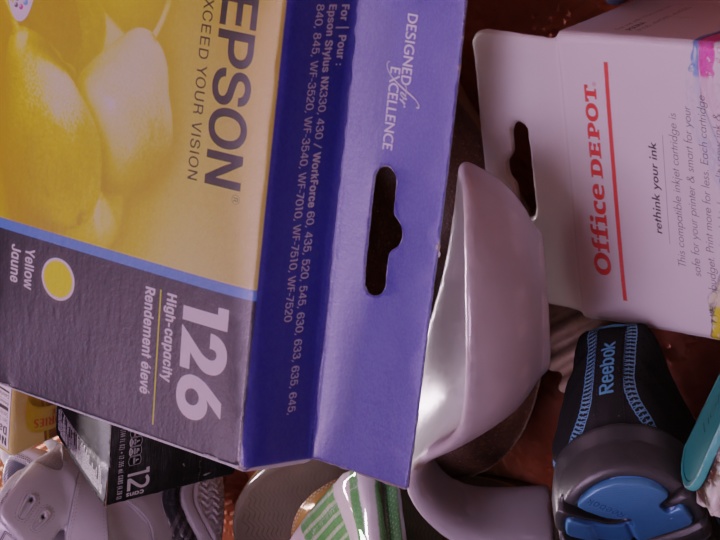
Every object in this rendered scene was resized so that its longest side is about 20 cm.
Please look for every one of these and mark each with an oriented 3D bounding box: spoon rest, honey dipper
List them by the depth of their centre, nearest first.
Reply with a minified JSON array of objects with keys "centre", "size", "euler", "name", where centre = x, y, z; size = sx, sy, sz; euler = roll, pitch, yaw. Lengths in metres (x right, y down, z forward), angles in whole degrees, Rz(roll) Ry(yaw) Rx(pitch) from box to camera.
[{"centre":[0.044,0.045,0.904],"size":[0.060,0.100,0.200],"euler":[-4,137,3],"name":"spoon rest"},{"centre":[0.057,-0.036,0.971],"size":[0.038,0.038,0.200],"euler":[-34,83,45],"name":"honey dipper"}]

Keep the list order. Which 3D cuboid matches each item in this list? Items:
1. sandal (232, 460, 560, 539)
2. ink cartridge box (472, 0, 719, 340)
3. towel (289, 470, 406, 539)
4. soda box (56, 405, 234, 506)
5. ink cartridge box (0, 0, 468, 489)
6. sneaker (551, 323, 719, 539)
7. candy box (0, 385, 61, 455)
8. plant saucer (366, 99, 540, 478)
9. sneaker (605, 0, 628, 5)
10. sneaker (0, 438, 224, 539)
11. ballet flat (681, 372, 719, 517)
[{"centre":[0.009,0.125,1.073],"size":[0.200,0.054,0.081],"euler":[3,110,42],"name":"sandal"},{"centre":[0.142,-0.038,0.868],"size":[0.200,0.067,0.117],"euler":[10,115,38],"name":"ink cartridge box"},{"centre":[-0.021,0.184,1.022],"size":[0.200,0.023,0.153],"euler":[130,138,-55],"name":"towel"},{"centre":[-0.091,0.002,1.044],"size":[0.063,0.071,0.201],"euler":[45,137,45],"name":"soda box"},{"centre":[-0.063,-0.029,0.915],"size":[0.200,0.047,0.198],"euler":[15,107,33],"name":"ink cartridge box"},{"centre":[0.118,0.097,0.928],"size":[0.073,0.082,0.200],"euler":[-4,146,9],"name":"sneaker"},{"centre":[-0.131,-0.025,1.092],"size":[0.055,0.115,0.201],"euler":[29,126,33],"name":"candy box"},{"centre":[0.000,0.000,1.012],"size":[0.200,0.037,0.201],"euler":[31,130,45],"name":"plant saucer"},{"centre":[0.067,-0.140,0.885],"size":[0.200,0.079,0.096],"euler":[-15,100,45],"name":"sneaker"},{"centre":[-0.130,0.165,1.110],"size":[0.075,0.115,0.200],"euler":[128,151,-49],"name":"sneaker"},{"centre":[0.164,0.004,0.786],"size":[0.072,0.072,0.200],"euler":[35,130,27],"name":"ballet flat"}]
